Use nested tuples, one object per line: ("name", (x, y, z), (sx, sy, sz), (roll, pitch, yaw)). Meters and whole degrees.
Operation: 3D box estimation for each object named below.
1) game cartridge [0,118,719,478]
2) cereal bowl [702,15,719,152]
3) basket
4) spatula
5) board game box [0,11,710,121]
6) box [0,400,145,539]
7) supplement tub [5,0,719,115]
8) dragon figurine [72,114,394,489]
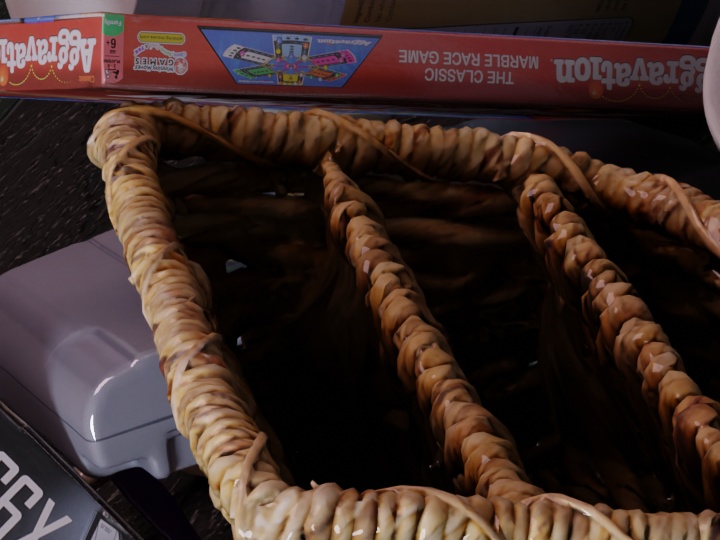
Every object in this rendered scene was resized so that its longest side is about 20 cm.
("game cartridge", (0.000, 0.000, 0.811), (0.200, 0.041, 0.133), (-18, 13, -19))
("cereal bowl", (0.182, -0.062, 0.682), (0.200, 0.083, 0.200), (-34, 24, 17))
("basket", (0.044, 0.032, 0.621), (0.142, 0.149, 0.200), (-25, 26, 0))
("spatula", (-0.101, 0.044, 0.864), (0.200, 0.057, 0.021), (23, 73, 45))
("board game box", (-0.002, -0.050, 0.756), (0.103, 0.200, 0.020), (1, 91, 56))
("box", (-0.134, 0.041, 0.801), (0.050, 0.200, 0.158), (-45, 6, -14))
("supplement tub", (0.005, -0.118, 0.874), (0.200, 0.145, 0.145), (-5, 8, -27))
("dragon figurine", (-0.045, 0.014, 0.935), (0.200, 0.059, 0.099), (-39, 23, 6))
